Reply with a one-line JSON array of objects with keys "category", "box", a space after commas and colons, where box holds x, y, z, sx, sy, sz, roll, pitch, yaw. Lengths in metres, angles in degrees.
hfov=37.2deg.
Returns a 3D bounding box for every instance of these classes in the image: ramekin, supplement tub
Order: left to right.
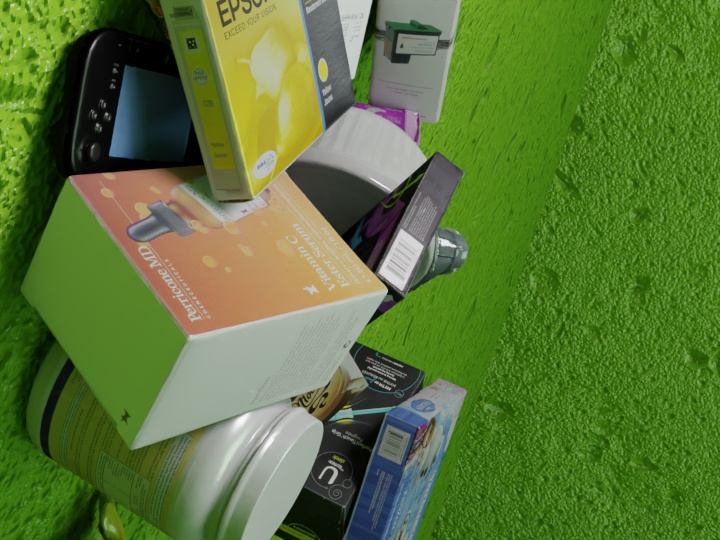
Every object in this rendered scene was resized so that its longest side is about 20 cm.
[{"category": "supplement tub", "box": [-0.143, 0.123, 0.839, 0.146, 0.198, 0.146, -55, 165, -23]}, {"category": "ramekin", "box": [-0.018, -0.070, 1.035, 0.204, 0.199, 0.095, 91, 15, -54]}]

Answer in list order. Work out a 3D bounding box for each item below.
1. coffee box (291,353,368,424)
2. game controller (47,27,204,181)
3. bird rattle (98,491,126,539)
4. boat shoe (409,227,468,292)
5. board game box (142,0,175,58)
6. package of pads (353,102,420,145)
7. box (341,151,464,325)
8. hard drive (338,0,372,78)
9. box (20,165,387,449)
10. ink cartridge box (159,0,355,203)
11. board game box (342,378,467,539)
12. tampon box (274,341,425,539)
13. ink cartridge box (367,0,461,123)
[{"category": "coffee box", "box": [-0.103, 0.126, 1.036, 0.199, 0.080, 0.114, -40, 138, -11]}, {"category": "game controller", "box": [-0.156, -0.113, 0.779, 0.106, 0.042, 0.200, -70, 165, 10]}, {"category": "bird rattle", "box": [-0.260, 0.306, 0.986, 0.162, 0.112, 0.201, -17, 142, -55]}, {"category": "boat shoe", "box": [0.073, -0.011, 1.174, 0.200, 0.061, 0.074, 125, -31, -81]}, {"category": "board game box", "box": [-0.095, -0.169, 0.819, 0.106, 0.023, 0.201, -62, 145, -30]}, {"category": "package of pads", "box": [-0.008, -0.081, 1.159, 0.076, 0.118, 0.202, -85, -176, -51]}, {"category": "box", "box": [0.000, 0.000, 0.910, 0.200, 0.036, 0.144, -41, -163, 51]}, {"category": "hard drive", "box": [-0.015, -0.264, 0.935, 0.132, 0.025, 0.203, -35, 142, -63]}, {"category": "box", "box": [-0.108, 0.014, 0.761, 0.199, 0.153, 0.107, -12, 144, -50]}, {"category": "ink cartridge box", "box": [-0.071, -0.182, 0.776, 0.198, 0.046, 0.203, -51, 137, -53]}, {"category": "board game box", "box": [0.044, 0.233, 1.166, 0.199, 0.043, 0.203, -16, 126, -71]}, {"category": "tampon box", "box": [-0.038, 0.192, 1.194, 0.201, 0.148, 0.127, -53, 158, -40]}, {"category": "ink cartridge box", "box": [0.061, -0.277, 1.102, 0.201, 0.083, 0.148, 96, 3, -54]}]
